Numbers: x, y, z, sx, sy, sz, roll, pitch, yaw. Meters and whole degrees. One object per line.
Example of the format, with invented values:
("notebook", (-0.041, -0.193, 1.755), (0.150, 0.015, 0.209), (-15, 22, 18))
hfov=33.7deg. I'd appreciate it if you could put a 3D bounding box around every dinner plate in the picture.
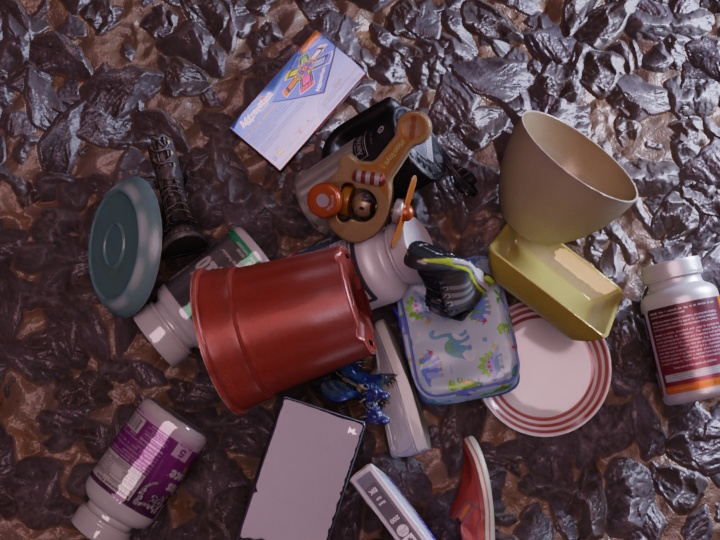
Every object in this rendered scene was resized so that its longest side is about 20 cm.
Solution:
("dinner plate", (0.265, 0.141, 1.732), (0.200, 0.024, 0.200), (0, 83, -2))

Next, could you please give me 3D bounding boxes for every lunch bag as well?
("lunch bag", (0.136, 0.086, 1.691), (0.161, 0.082, 0.200), (-13, 71, 3))

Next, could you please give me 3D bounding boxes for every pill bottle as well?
("pill bottle", (0.466, 0.085, 1.698), (0.113, 0.113, 0.200), (-12, 83, -3))
("pill bottle", (-0.311, 0.287, 1.656), (0.112, 0.112, 0.200), (34, 84, 3))
("pill bottle", (-0.216, 0.039, 1.691), (0.200, 0.113, 0.113), (-39, 85, -6))
("pill bottle", (0.000, 0.000, 1.659), (0.200, 0.120, 0.120), (-22, 82, 26))

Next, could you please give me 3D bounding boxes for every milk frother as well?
("milk frother", (0.044, -0.126, 1.716), (0.188, 0.181, 0.200), (-30, 116, 29))

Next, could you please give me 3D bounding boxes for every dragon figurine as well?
("dragon figurine", (-0.018, 0.152, 1.648), (0.200, 0.099, 0.059), (28, 101, 34))

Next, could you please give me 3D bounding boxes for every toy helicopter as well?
("toy helicopter", (0.033, -0.120, 1.568), (0.132, 0.079, 0.200), (40, 106, 11))

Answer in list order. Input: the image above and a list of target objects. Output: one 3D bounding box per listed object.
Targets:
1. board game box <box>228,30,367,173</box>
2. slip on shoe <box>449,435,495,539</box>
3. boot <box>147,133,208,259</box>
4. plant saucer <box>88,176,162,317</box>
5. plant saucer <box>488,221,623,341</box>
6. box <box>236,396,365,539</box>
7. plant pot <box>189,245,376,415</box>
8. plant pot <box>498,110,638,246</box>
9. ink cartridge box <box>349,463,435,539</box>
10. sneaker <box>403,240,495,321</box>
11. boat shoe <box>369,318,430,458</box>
("board game box", (-0.093, -0.254, 1.780), (0.103, 0.019, 0.200), (41, 83, 3))
("slip on shoe", (0.156, 0.336, 1.682), (0.061, 0.074, 0.200), (-3, 87, 1))
("boot", (-0.268, -0.107, 1.674), (0.069, 0.200, 0.174), (-14, 90, -8))
("plant saucer", (-0.337, -0.034, 1.667), (0.027, 0.200, 0.200), (6, 80, -37))
("plant saucer", (0.269, 0.016, 1.686), (0.200, 0.200, 0.048), (38, 117, 4))
("box", (-0.078, 0.283, 1.618), (0.123, 0.198, 0.200), (18, 82, 1))
("plant pot", (-0.092, 0.066, 1.540), (0.195, 0.201, 0.201), (-17, 83, 8))
("plant pot", (0.275, -0.114, 1.700), (0.200, 0.200, 0.135), (38, 116, 4))
("ink cartridge box", (0.073, 0.357, 1.589), (0.043, 0.198, 0.200), (-39, 71, -3))
("sneaker", (0.114, 0.019, 1.576), (0.074, 0.200, 0.081), (24, 88, 35))
("boat shoe", (0.039, 0.171, 1.699), (0.071, 0.070, 0.201), (-19, 77, 8))
